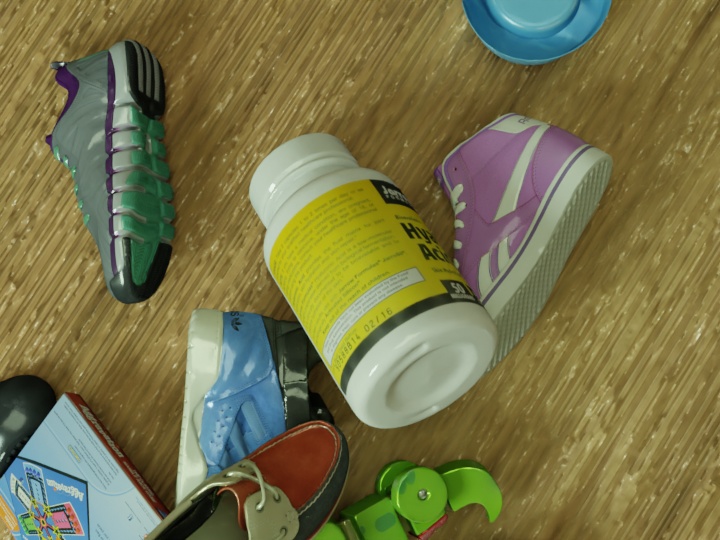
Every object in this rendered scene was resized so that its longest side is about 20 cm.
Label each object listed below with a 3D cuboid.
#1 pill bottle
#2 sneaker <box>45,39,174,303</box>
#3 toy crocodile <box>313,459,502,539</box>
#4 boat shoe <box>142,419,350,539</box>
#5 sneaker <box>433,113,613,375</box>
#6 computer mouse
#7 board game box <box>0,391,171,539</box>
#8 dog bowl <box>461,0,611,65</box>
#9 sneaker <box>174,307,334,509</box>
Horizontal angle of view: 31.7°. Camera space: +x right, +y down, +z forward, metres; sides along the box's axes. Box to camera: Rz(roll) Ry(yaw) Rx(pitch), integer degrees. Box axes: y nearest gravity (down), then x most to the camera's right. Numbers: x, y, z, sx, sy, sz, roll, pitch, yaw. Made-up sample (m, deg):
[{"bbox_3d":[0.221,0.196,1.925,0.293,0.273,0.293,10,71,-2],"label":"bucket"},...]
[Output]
[{"bbox_3d":[0.000,0.000,0.876,0.111,0.111,0.200,-33,58,-1],"label":"pill bottle"},{"bbox_3d":[-0.192,-0.069,0.950,0.087,0.074,0.201,-8,74,19],"label":"sneaker"},{"bbox_3d":[0.005,0.182,0.885,0.199,0.067,0.062,-25,92,-14],"label":"toy crocodile"},{"bbox_3d":[-0.082,0.160,0.804,0.071,0.063,0.200,36,62,28],"label":"boat shoe"},{"bbox_3d":[0.088,-0.019,0.927,0.114,0.073,0.201,31,90,26],"label":"sneaker"},{"bbox_3d":[-0.305,0.153,0.935,0.059,0.034,0.200,44,87,7],"label":"computer mouse"},{"bbox_3d":[-0.180,0.187,0.879,0.103,0.019,0.200,-51,57,8],"label":"board game box"},{"bbox_3d":[0.115,-0.247,0.956,0.111,0.050,0.201,-19,82,1],"label":"dog bowl"},{"bbox_3d":[-0.074,0.130,0.902,0.111,0.077,0.201,5,93,-8],"label":"sneaker"}]
